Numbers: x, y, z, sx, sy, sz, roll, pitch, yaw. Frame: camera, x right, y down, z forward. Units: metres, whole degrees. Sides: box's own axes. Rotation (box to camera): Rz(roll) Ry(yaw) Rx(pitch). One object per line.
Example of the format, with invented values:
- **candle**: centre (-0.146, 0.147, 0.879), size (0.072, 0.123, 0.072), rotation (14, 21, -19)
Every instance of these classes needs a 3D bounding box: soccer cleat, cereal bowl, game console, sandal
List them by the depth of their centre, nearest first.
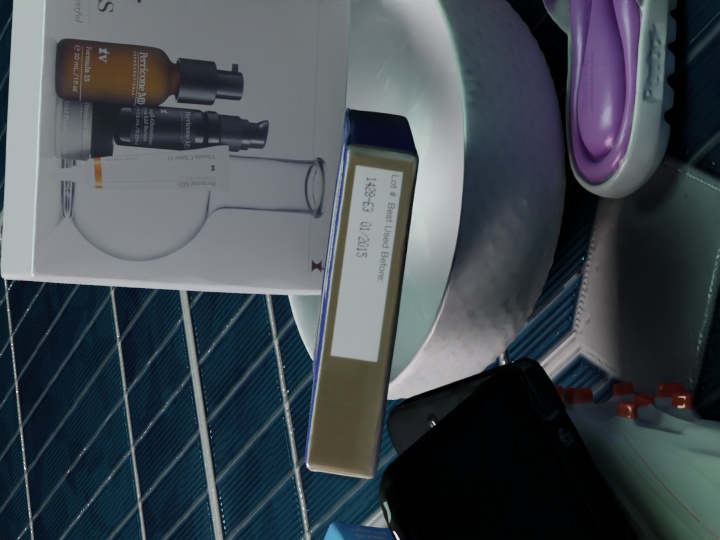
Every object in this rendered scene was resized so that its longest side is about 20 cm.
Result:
- **game console**: centre (0.059, 0.148, 0.794), size (0.201, 0.116, 0.176), rotation (61, 152, -2)
- **soccer cleat**: centre (0.124, 0.088, 0.810), size (0.200, 0.069, 0.078), rotation (12, 102, 61)
- **sandal**: centre (0.096, -0.132, 0.902), size (0.082, 0.049, 0.204), rotation (-37, 53, 56)
- **cereal bowl**: centre (0.037, -0.041, 0.980), size (0.200, 0.083, 0.202), rotation (-178, 90, -65)

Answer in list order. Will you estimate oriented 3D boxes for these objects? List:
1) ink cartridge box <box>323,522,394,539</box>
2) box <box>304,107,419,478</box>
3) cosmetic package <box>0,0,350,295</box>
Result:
- **ink cartridge box**: centre (0.028, 0.220, 0.977), size (0.200, 0.066, 0.116), rotation (50, 122, 55)
- **box**: centre (0.000, 0.000, 0.869), size (0.200, 0.032, 0.122), rotation (-99, 16, -80)
- **cosmetic package**: centre (-0.082, -0.092, 0.968), size (0.052, 0.150, 0.202), rotation (-2, 86, 62)
